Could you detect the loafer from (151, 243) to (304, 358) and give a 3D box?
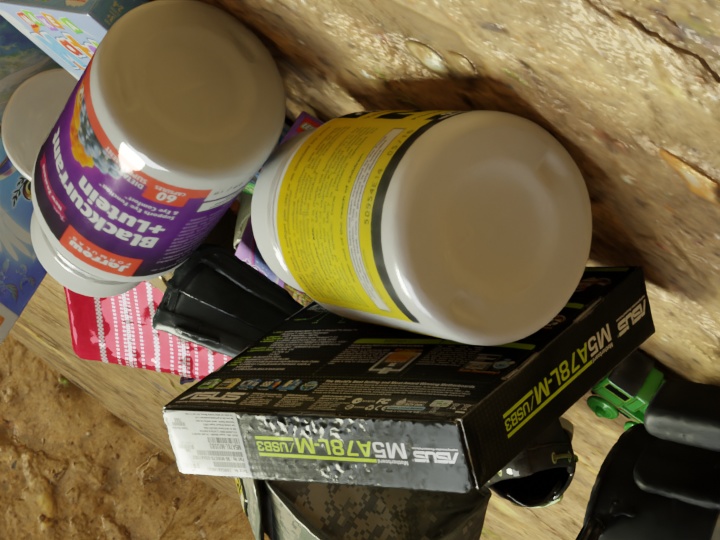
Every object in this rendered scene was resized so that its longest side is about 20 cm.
[{"bbox_3d":[-0.034,0.062,1.270,0.200,0.071,0.068,34,178,-3],"label":"loafer"}]

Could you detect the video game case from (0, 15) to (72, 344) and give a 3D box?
[{"bbox_3d":[-0.274,-0.077,1.469,0.181,0.201,0.045,40,165,-33],"label":"video game case"}]

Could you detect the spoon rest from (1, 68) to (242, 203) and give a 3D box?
[{"bbox_3d":[-0.151,-0.079,1.455,0.199,0.100,0.061,21,149,-12],"label":"spoon rest"}]

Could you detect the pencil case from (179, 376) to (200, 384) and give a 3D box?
[{"bbox_3d":[-0.139,-0.003,1.612,0.201,0.090,0.094,63,173,-33],"label":"pencil case"}]

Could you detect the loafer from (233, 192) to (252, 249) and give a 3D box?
[{"bbox_3d":[0.000,0.000,1.376,0.199,0.069,0.076,29,168,21],"label":"loafer"}]

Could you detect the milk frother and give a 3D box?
[{"bbox_3d":[0.207,0.183,1.186,0.187,0.201,0.181,12,150,30],"label":"milk frother"}]

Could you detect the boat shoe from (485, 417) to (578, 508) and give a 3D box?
[{"bbox_3d":[0.105,0.123,1.353,0.071,0.061,0.201,-11,162,6],"label":"boat shoe"}]

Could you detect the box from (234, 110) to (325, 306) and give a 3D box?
[{"bbox_3d":[-0.009,0.004,1.292,0.136,0.039,0.200,31,145,3],"label":"box"}]

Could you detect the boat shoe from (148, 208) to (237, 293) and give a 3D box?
[{"bbox_3d":[-0.114,-0.012,1.433,0.064,0.072,0.200,8,151,20],"label":"boat shoe"}]

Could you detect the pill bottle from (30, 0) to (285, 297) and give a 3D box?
[{"bbox_3d":[-0.126,-0.061,1.208,0.111,0.112,0.200,34,147,-6],"label":"pill bottle"}]

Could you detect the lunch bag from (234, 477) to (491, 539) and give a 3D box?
[{"bbox_3d":[-0.019,0.154,1.449,0.200,0.118,0.164,38,160,15],"label":"lunch bag"}]

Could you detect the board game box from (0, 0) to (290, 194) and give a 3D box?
[{"bbox_3d":[-0.125,-0.117,1.316,0.200,0.037,0.151,42,166,-32],"label":"board game box"}]

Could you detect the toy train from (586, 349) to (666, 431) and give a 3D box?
[{"bbox_3d":[0.171,0.076,1.306,0.199,0.042,0.056,34,158,-3],"label":"toy train"}]

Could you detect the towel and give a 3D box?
[{"bbox_3d":[-0.128,0.031,1.559,0.198,0.023,0.145,10,134,11],"label":"towel"}]

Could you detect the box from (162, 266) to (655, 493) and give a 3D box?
[{"bbox_3d":[0.027,0.053,1.123,0.199,0.193,0.048,-1,110,37],"label":"box"}]

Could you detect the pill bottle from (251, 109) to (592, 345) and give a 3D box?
[{"bbox_3d":[0.023,-0.027,1.090,0.114,0.115,0.200,38,168,-24],"label":"pill bottle"}]
